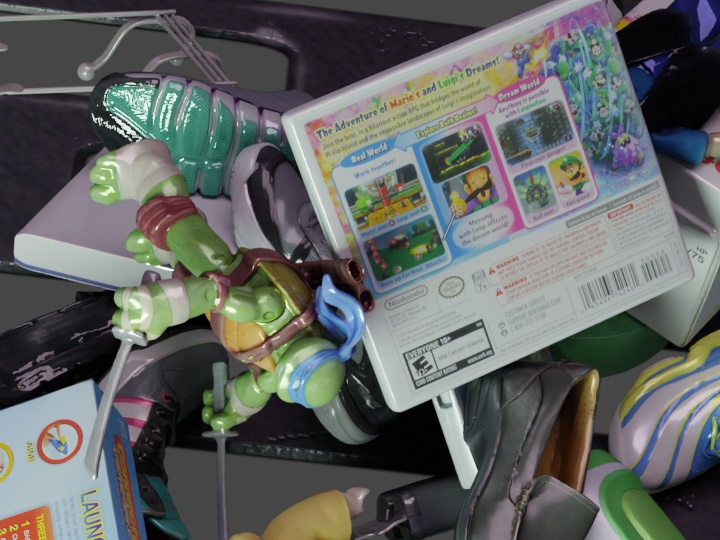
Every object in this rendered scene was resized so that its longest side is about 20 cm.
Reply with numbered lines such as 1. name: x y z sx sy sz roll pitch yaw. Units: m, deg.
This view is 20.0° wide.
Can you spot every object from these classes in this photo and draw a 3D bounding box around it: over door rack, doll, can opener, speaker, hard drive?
1. over door rack: -0.188 -0.138 1.394 0.199 0.067 0.148 7 24 -29
2. doll: 0.186 -0.128 1.239 0.200 0.049 0.137 -35 73 -22
3. can opener: 0.038 0.162 1.233 0.199 0.053 0.067 -15 88 -22
4. speaker: 0.174 0.201 1.184 0.088 0.089 0.200 -22 56 -25
5. hard drive: -0.126 -0.039 1.331 0.131 0.025 0.200 14 27 9

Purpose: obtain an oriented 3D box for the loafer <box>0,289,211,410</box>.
1. loafer: -0.155 0.036 1.287 0.200 0.068 0.070 -25 51 -30

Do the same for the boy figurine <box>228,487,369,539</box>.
1. boy figurine: -0.017 0.177 1.124 0.200 0.064 0.125 21 67 -38

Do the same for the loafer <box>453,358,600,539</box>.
1. loafer: 0.099 0.137 1.150 0.072 0.073 0.201 -14 58 28

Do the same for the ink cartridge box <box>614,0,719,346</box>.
1. ink cartridge box: 0.221 -0.086 1.338 0.147 0.146 0.200 35 54 20

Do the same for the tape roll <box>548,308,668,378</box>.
1. tape roll: 0.131 -0.017 1.393 0.200 0.048 0.201 4 49 -5

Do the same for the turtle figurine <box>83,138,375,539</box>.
1. turtle figurine: -0.105 0.035 1.136 0.144 0.200 0.194 17 28 -43

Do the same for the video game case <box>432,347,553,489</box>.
1. video game case: 0.065 0.012 1.236 0.017 0.201 0.143 -11 15 29

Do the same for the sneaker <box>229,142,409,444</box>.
1. sneaker: 0.000 0.000 1.268 0.075 0.114 0.201 -19 86 -60

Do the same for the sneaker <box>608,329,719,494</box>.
1. sneaker: 0.246 0.073 1.287 0.200 0.105 0.076 -35 100 -33

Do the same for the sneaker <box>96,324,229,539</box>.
1. sneaker: -0.128 0.122 1.205 0.200 0.084 0.121 -38 59 -25

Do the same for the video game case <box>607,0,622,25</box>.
1. video game case: 0.074 -0.107 1.378 0.018 0.200 0.143 52 53 -12

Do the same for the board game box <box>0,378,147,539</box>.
1. board game box: -0.211 0.182 1.102 0.195 0.056 0.201 -18 56 7

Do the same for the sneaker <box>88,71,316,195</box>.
1. sneaker: -0.080 -0.092 1.348 0.199 0.075 0.088 16 26 -8

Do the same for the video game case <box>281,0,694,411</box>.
1. video game case: 0.076 -0.041 1.162 0.199 0.183 0.024 -23 13 -12
